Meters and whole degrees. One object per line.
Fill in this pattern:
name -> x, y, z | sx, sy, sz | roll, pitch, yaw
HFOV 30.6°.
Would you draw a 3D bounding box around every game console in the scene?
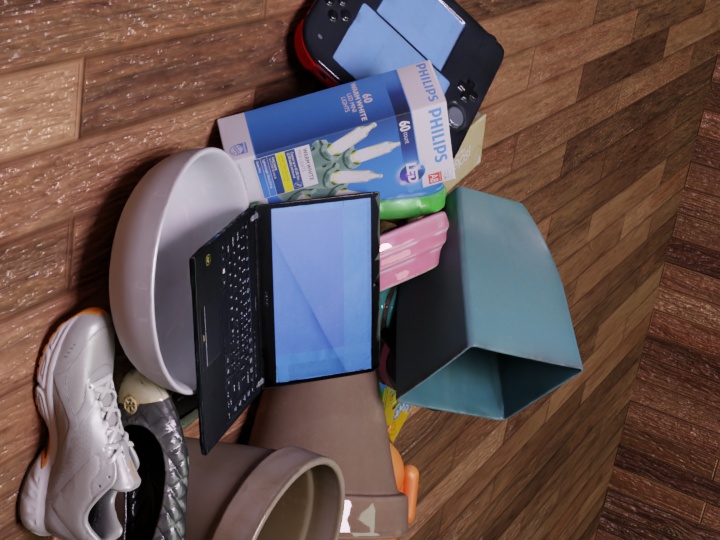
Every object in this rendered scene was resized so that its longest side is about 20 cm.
game console -> 0.041, -0.215, 1.271 | 0.199, 0.031, 0.178 | 40, 63, -20

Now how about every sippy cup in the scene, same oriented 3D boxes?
sippy cup -> 0.022, -0.132, 1.341 | 0.178, 0.137, 0.132 | -133, -138, -68

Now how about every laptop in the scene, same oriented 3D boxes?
laptop -> -0.059, 0.041, 1.133 | 0.200, 0.102, 0.180 | -49, 141, -63

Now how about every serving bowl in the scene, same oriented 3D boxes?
serving bowl -> -0.155, -0.003, 1.085 | 0.200, 0.065, 0.203 | 7, 90, -74

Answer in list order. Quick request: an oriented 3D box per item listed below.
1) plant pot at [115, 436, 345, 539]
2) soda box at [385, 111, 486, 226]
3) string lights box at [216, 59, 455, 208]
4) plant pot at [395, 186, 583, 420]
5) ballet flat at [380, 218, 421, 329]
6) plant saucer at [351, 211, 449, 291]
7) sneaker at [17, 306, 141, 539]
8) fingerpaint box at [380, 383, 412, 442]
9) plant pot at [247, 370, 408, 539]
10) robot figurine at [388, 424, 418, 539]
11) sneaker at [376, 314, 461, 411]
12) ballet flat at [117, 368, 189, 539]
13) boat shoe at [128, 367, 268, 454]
plant pot -> -0.134, 0.234, 1.201 | 0.200, 0.172, 0.202 | -46, 146, -43
soda box -> 0.076, -0.127, 1.531 | 0.200, 0.063, 0.069 | -41, 143, -49
string lights box -> -0.020, -0.109, 1.180 | 0.103, 0.197, 0.059 | 76, -3, -51
plant pot -> 0.121, 0.027, 1.362 | 0.141, 0.140, 0.203 | -41, -135, 48
ballet flat -> 0.029, -0.008, 1.458 | 0.201, 0.069, 0.068 | -57, 162, -52
plant saucer -> 0.000, 0.000, 1.303 | 0.200, 0.199, 0.051 | -25, 93, -59
sneaker -> -0.209, 0.130, 1.055 | 0.075, 0.091, 0.203 | -20, 125, -60
fingerpaint box -> 0.045, 0.078, 1.606 | 0.201, 0.073, 0.168 | -58, 154, -27
plant pot -> -0.041, 0.186, 1.388 | 0.200, 0.197, 0.178 | 20, 73, -67
robot figurine -> -0.006, 0.280, 1.594 | 0.117, 0.142, 0.203 | -62, 162, -62
sneaker -> 0.033, 0.100, 1.447 | 0.070, 0.200, 0.083 | -19, 139, -37
ballet flat -> -0.178, 0.183, 1.088 | 0.056, 0.066, 0.203 | -4, 89, -49
boat shoe -> -0.157, 0.103, 1.195 | 0.200, 0.071, 0.061 | -35, 95, -38
